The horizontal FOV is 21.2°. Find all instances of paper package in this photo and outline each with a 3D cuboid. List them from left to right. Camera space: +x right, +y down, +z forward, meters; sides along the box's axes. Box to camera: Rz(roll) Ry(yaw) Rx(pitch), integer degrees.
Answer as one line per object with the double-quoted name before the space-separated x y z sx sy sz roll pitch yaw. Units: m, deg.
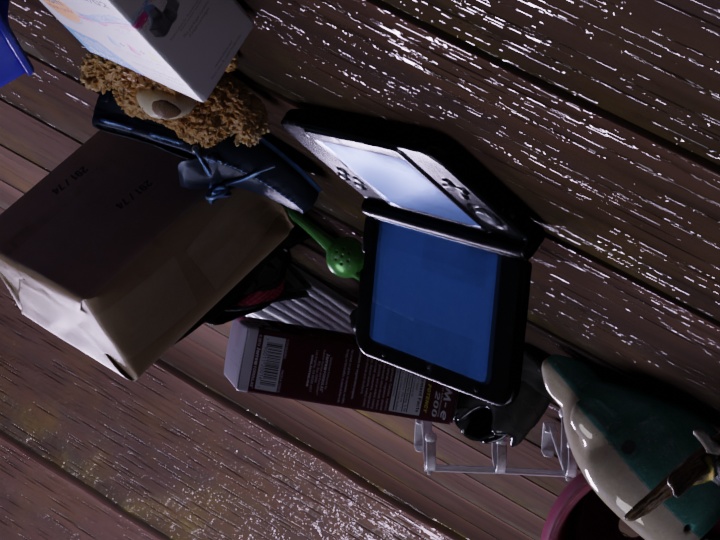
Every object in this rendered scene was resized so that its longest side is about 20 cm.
"paper package" -0.198 -0.030 1.668 0.190 0.200 0.104 25 152 43

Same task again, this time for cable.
"cable" -0.066 0.036 1.943 0.200 0.069 0.200 32 176 12

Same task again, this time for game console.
"game console" 0.025 -0.013 1.356 0.176 0.117 0.200 39 167 -34

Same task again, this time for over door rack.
"over door rack" 0.128 0.157 1.864 0.147 0.067 0.200 3 -178 -1

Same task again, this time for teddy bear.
"teddy bear" -0.142 -0.130 1.433 0.145 0.067 0.200 34 168 -18

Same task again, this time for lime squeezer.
"lime squeezer" 0.000 0.000 1.718 0.200 0.038 0.071 35 170 -19

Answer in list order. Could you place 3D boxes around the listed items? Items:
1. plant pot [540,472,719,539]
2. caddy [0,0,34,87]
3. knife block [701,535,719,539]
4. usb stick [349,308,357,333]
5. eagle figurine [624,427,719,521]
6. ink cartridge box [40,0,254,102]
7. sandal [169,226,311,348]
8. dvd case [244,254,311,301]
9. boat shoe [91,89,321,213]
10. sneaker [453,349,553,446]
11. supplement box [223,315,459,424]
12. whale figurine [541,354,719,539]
"plant pot" 0.261 0.256 1.769 0.200 0.200 0.179 32 -174 -1
"caddy" -0.320 -0.211 1.505 0.142 0.105 0.200 53 174 11
"knife block" 0.347 0.250 1.465 0.200 0.176 0.064 23 167 41
"usb stick" 0.021 0.046 1.776 0.055 0.033 0.200 16 -178 2
"eagle figurine" 0.318 0.187 1.365 0.200 0.152 0.151 46 -149 22
"ink cartridge box" -0.165 -0.196 1.196 0.115 0.068 0.200 25 167 34
"sandal" -0.107 0.026 1.716 0.045 0.200 0.075 50 145 -2
"dvd case" -0.166 -0.005 1.802 0.199 0.016 0.149 -8 -147 -30
"boat shoe" -0.127 -0.093 1.568 0.200 0.069 0.084 29 170 15
"sneaker" 0.110 0.111 1.763 0.076 0.091 0.200 33 171 -17
"supplement box" -0.017 0.089 1.746 0.199 0.061 0.109 10 -177 -12
"whale figurine" 0.227 0.134 1.574 0.159 0.104 0.200 41 -169 -43
